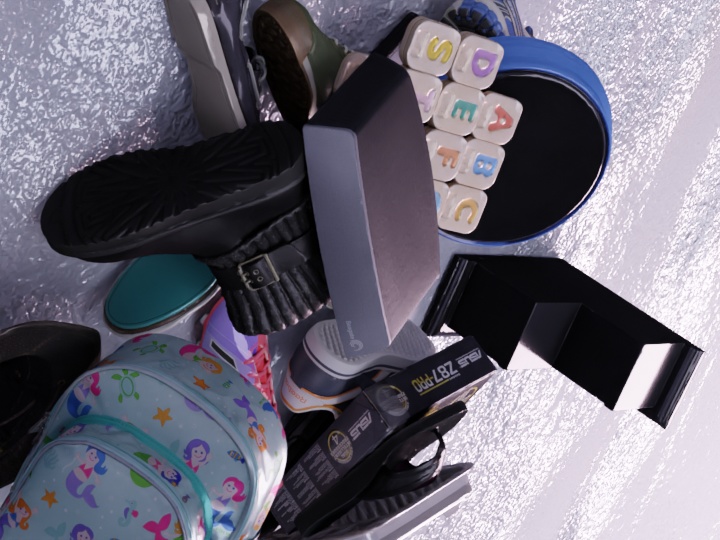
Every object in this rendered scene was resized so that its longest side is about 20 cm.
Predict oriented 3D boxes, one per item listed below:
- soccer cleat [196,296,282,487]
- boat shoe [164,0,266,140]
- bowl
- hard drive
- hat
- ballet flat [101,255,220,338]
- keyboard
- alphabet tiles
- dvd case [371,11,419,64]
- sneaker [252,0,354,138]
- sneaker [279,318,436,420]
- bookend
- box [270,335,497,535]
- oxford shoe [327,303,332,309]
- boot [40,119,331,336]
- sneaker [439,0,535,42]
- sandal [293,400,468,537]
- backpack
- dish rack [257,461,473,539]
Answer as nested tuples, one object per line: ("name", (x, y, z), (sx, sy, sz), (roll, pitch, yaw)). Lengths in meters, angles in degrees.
("soccer cleat", (-0.095, 0.104, 1.501), (0.066, 0.076, 0.201), (-29, 139, -33))
("boat shoe", (-0.089, -0.143, 1.302), (0.063, 0.073, 0.201), (-35, 137, -21))
("bowl", (0.122, -0.104, 1.496), (0.198, 0.040, 0.202), (-5, 130, -6))
("hard drive", (0.013, -0.047, 1.319), (0.135, 0.042, 0.202), (-51, 139, -47))
("hat", (-0.277, 0.083, 1.255), (0.200, 0.081, 0.201), (-35, 157, -17))
("ballet flat", (-0.121, -0.014, 1.388), (0.200, 0.069, 0.070), (-48, 146, -13))
("keyboard", (-0.053, 0.163, 1.656), (0.200, 0.021, 0.127), (-50, 152, -9))
("alphabet tiles", (0.044, -0.097, 1.392), (0.194, 0.015, 0.202), (11, 104, -41))
("dvd case", (0.031, -0.114, 1.523), (0.143, 0.018, 0.200), (-47, 145, -11))
("sneaker", (-0.019, -0.150, 1.377), (0.090, 0.067, 0.201), (-39, 137, -19))
("sneaker", (-0.007, 0.085, 1.595), (0.080, 0.078, 0.199), (-52, 156, 22))
("bookend", (0.202, 0.071, 1.731), (0.198, 0.199, 0.093), (1, 118, -52))
("box", (0.017, 0.152, 1.614), (0.160, 0.049, 0.200), (-20, 158, -45))
("oxford shoe", (0.000, 0.000, 1.509), (0.075, 0.058, 0.200), (-47, 167, -14))
("boot", (-0.118, -0.015, 1.302), (0.209, 0.080, 0.159), (-13, 139, 2))
("sneaker", (0.130, -0.173, 1.536), (0.086, 0.076, 0.201), (-59, 149, -34))
("sandal", (0.028, 0.184, 1.542), (0.200, 0.048, 0.075), (-41, 163, 23))
("backpack", (-0.155, 0.154, 1.252), (0.201, 0.177, 0.151), (-56, 173, 19))
("dish rack", (0.006, 0.241, 1.658), (0.199, 0.171, 0.044), (-25, 96, -49))
